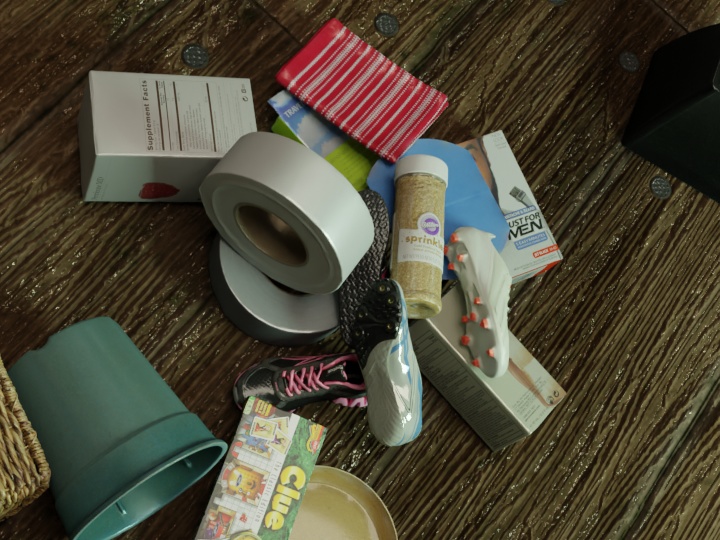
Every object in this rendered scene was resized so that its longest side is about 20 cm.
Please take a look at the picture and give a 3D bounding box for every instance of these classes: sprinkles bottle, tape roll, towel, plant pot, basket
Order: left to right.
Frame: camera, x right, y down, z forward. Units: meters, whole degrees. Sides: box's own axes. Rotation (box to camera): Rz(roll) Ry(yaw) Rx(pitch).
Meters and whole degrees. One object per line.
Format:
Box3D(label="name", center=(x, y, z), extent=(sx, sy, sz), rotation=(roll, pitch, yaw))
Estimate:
Box3D(label="basket", center=(-0.437, 0.183, 1.317), extent=(0.149, 0.143, 0.200), rotation=(-24, 78, -29))
Box3D(label="plant pot", center=(-0.282, 0.170, 1.363), extent=(0.200, 0.200, 0.196), rotation=(-29, 75, -27))
Box3D(label="tape roll", center=(-0.086, -0.065, 1.435), extent=(0.202, 0.202, 0.071), rotation=(38, 64, -4))
Box3D(label="tape roll", center=(-0.088, -0.007, 1.563), extent=(0.200, 0.066, 0.200), rotation=(7, 68, -18))
Box3D(label="plant pot", center=(-0.052, 0.333, 1.473), extent=(0.200, 0.027, 0.200), rotation=(7, 69, -19))
Box3D(label="towel", center=(0.003, -0.240, 1.640), extent=(0.200, 0.022, 0.145), rotation=(36, 58, 8))
Box3D(label="sprinkles bottle", center=(0.071, -0.043, 1.535), extent=(0.068, 0.068, 0.200), rotation=(11, 65, -17))
Box3D(label="plant pot", center=(0.538, -0.248, 1.826), extent=(0.199, 0.177, 0.200), rotation=(29, 64, -8))

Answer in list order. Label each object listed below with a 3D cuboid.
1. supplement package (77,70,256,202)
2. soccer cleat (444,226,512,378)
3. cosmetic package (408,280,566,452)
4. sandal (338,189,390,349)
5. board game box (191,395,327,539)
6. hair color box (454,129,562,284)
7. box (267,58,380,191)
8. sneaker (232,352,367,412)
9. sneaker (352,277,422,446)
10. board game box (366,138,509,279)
Box3D(label="supplement package", center=(-0.239, -0.161, 1.527), extent=(0.200, 0.121, 0.120), rotation=(-1, 66, -20))
Box3D(label="soccer cleat", center=(0.160, 0.036, 1.531), extent=(0.077, 0.069, 0.200), rotation=(-1, 65, -28))
Box3D(label="cosmetic package", center=(0.151, 0.123, 1.586), extent=(0.200, 0.103, 0.087), rotation=(48, 59, 0))
Box3D(label="sandal", center=(0.000, 0.000, 1.534), extent=(0.075, 0.045, 0.200), rotation=(0, 84, 6))
Box3D(label="board game box", center=(-0.119, 0.256, 1.440), extent=(0.105, 0.023, 0.200), rotation=(24, 70, -13))
Box3D(label="hair color box", center=(0.180, -0.080, 1.693), extent=(0.111, 0.064, 0.200), rotation=(-20, 78, -25))
Box3D(label="box", center=(-0.024, -0.172, 1.657), extent=(0.200, 0.048, 0.122), rotation=(48, 61, 1))
Box3D(label="sneaker", center=(-0.055, 0.131, 1.509), extent=(0.200, 0.095, 0.079), rotation=(-7, 76, -22))
Box3D(label="sneaker", center=(0.037, 0.107, 1.474), extent=(0.072, 0.072, 0.200), rotation=(-11, 98, -59))
Box3D(label="board game box", center=(0.098, -0.075, 1.620), extent=(0.158, 0.039, 0.200), rotation=(-21, 76, -24))
